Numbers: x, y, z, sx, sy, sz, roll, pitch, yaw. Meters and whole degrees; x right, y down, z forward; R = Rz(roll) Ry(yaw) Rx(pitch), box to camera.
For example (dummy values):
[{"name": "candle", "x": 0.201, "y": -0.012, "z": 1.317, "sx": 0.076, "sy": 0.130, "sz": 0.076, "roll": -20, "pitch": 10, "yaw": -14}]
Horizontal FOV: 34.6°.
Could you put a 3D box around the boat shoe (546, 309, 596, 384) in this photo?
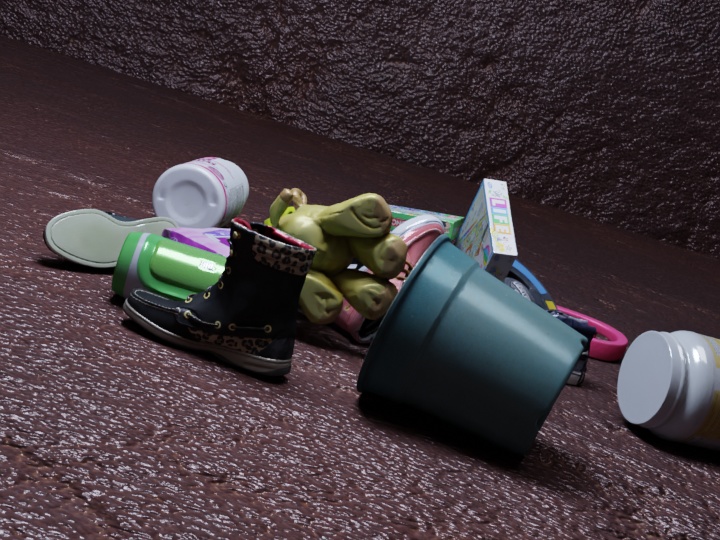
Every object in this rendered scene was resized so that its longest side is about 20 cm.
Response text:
[{"name": "boat shoe", "x": 0.233, "y": 0.091, "z": 1.611, "sx": 0.200, "sy": 0.093, "sz": 0.075, "roll": 14, "pitch": 13, "yaw": -19}]

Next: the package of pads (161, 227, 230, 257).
[{"name": "package of pads", "x": -0.161, "y": -0.006, "z": 1.519, "sx": 0.120, "sy": 0.076, "sz": 0.200, "roll": 24, "pitch": 14, "yaw": 31}]

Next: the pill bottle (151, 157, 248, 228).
[{"name": "pill bottle", "x": -0.243, "y": -0.118, "z": 1.804, "sx": 0.113, "sy": 0.114, "sz": 0.200, "roll": 19, "pitch": 12, "yaw": 4}]

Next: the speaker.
[{"name": "speaker", "x": -0.185, "y": 0.019, "z": 1.356, "sx": 0.200, "sy": 0.089, "sz": 0.088, "roll": 17, "pitch": 12, "yaw": -4}]

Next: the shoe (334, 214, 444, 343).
[{"name": "shoe", "x": 0.049, "y": 0.013, "z": 1.523, "sx": 0.091, "sy": 0.200, "sz": 0.072, "roll": 40, "pitch": -12, "yaw": 51}]

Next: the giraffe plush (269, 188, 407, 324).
[{"name": "giraffe plush", "x": -0.043, "y": -0.032, "z": 1.467, "sx": 0.200, "sy": 0.173, "sz": 0.162, "roll": 11, "pitch": 12, "yaw": -2}]

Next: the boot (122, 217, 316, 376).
[{"name": "boot", "x": -0.150, "y": 0.016, "z": 1.258, "sx": 0.200, "sy": 0.151, "sz": 0.073, "roll": 21, "pitch": 13, "yaw": 13}]

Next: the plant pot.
[{"name": "plant pot", "x": 0.130, "y": 0.092, "z": 1.269, "sx": 0.196, "sy": 0.200, "sz": 0.200, "roll": 28, "pitch": 14, "yaw": 11}]

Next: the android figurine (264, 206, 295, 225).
[{"name": "android figurine", "x": -0.068, "y": -0.057, "z": 1.793, "sx": 0.200, "sy": 0.041, "sz": 0.182, "roll": -3, "pitch": -16, "yaw": 36}]

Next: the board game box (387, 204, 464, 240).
[{"name": "board game box", "x": 0.077, "y": -0.072, "z": 1.683, "sx": 0.134, "sy": 0.029, "sz": 0.200, "roll": 11, "pitch": 6, "yaw": 9}]

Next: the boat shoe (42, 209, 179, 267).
[{"name": "boat shoe", "x": -0.324, "y": -0.039, "z": 1.467, "sx": 0.066, "sy": 0.075, "sz": 0.199, "roll": -9, "pitch": 0, "yaw": 42}]

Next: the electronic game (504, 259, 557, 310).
[{"name": "electronic game", "x": 0.236, "y": 0.045, "z": 1.756, "sx": 0.200, "sy": 0.042, "sz": 0.200, "roll": 32, "pitch": 34, "yaw": -25}]

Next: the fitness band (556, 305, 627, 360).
[{"name": "fitness band", "x": 0.335, "y": 0.094, "z": 1.877, "sx": 0.200, "sy": 0.037, "sz": 0.144, "roll": 19, "pitch": 12, "yaw": 8}]

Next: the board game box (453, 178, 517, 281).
[{"name": "board game box", "x": 0.162, "y": -0.010, "z": 1.607, "sx": 0.034, "sy": 0.200, "sz": 0.135, "roll": 8, "pitch": 50, "yaw": -11}]

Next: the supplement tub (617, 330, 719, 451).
[{"name": "supplement tub", "x": 0.453, "y": 0.159, "z": 1.504, "sx": 0.200, "sy": 0.146, "sz": 0.145, "roll": 14, "pitch": 13, "yaw": -17}]

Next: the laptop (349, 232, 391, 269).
[{"name": "laptop", "x": 0.000, "y": 0.000, "z": 1.703, "sx": 0.177, "sy": 0.103, "sz": 0.200, "roll": -2, "pitch": 36, "yaw": 17}]
